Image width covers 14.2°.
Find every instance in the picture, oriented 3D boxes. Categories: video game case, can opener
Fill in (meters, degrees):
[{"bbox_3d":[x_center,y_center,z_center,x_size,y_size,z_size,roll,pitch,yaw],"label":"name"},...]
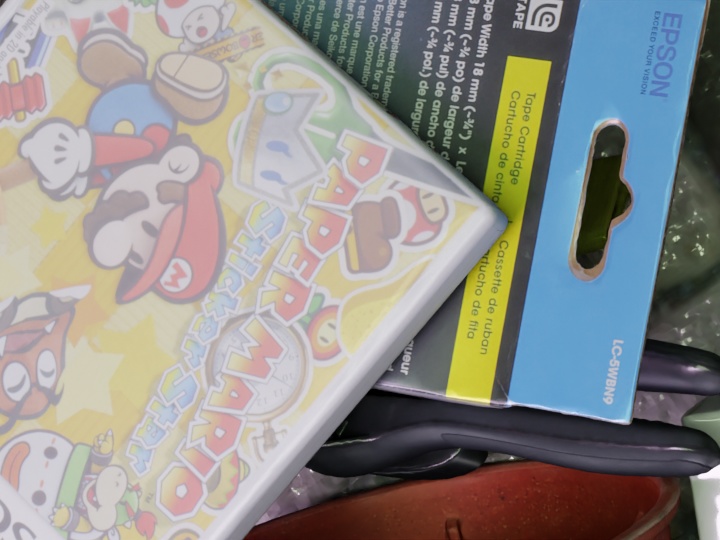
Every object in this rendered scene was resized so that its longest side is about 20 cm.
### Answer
[{"bbox_3d":[-0.081,0.001,0.947,0.182,0.023,0.200,42,96,19],"label":"video game case"},{"bbox_3d":[0.044,0.041,1.012,0.200,0.079,0.063,-4,82,41],"label":"can opener"}]

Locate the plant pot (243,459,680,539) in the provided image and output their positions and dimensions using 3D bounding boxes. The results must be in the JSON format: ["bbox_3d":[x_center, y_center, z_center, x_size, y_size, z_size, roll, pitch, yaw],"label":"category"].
[{"bbox_3d":[0.036,0.187,1.002,0.201,0.201,0.195,-12,98,17],"label":"plant pot"}]

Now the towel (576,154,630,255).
[{"bbox_3d":[0.000,0.000,1.047,0.200,0.086,0.018,-14,109,16],"label":"towel"}]

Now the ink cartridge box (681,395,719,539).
[{"bbox_3d":[0.200,0.131,0.998,0.147,0.083,0.200,-10,91,17],"label":"ink cartridge box"}]

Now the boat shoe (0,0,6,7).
[{"bbox_3d":[-0.050,-0.105,1.063,0.200,0.065,0.073,-11,91,17],"label":"boat shoe"}]

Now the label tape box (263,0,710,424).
[{"bbox_3d":[0.014,-0.031,0.967,0.200,0.063,0.144,10,86,19],"label":"label tape box"}]
